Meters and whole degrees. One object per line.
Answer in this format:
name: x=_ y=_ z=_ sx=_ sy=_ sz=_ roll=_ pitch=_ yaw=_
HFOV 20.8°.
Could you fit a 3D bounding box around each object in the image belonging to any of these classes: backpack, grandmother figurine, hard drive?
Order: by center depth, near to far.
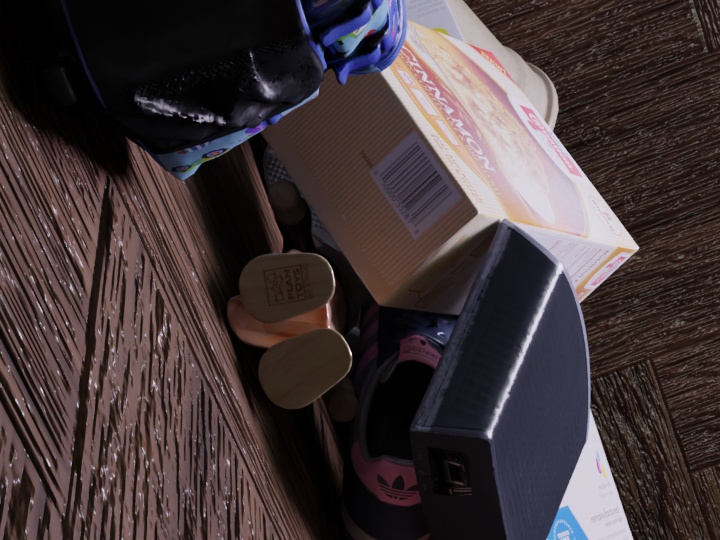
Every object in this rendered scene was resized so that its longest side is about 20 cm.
backpack: x=-0.062 y=-0.130 z=0.748 sx=0.200 sy=0.134 sz=0.183 roll=57 pitch=15 yaw=-79
hard drive: x=0.075 y=0.080 z=0.982 sx=0.200 sy=0.042 sz=0.135 roll=74 pitch=37 yaw=-56
grandmother figurine: x=-0.028 y=0.015 z=0.983 sx=0.200 sy=0.060 sz=0.122 roll=-30 pitch=116 yaw=-88

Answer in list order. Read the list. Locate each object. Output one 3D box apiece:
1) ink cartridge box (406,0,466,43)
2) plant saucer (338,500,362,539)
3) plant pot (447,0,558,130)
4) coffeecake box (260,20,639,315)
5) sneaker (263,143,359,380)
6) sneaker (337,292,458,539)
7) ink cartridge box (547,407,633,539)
ink cartridge box: x=0.032 y=-0.138 z=1.309 sx=0.198 sy=0.047 sz=0.200 roll=101 pitch=-34 yaw=-72
plant saucer: x=0.051 y=0.241 z=1.056 sx=0.200 sy=0.037 sz=0.200 roll=63 pitch=9 yaw=-57
plant pot: x=0.024 y=-0.157 z=1.531 sx=0.184 sy=0.200 sz=0.201 roll=52 pitch=14 yaw=-33
coffeecake box: x=0.042 y=-0.055 z=1.037 sx=0.154 sy=0.073 sz=0.200 roll=55 pitch=21 yaw=22
sneaker: x=0.000 y=0.000 z=1.231 sx=0.080 sy=0.070 sz=0.201 roll=7 pitch=63 yaw=-87
sneaker: x=0.032 y=0.047 z=1.031 sx=0.082 sy=0.070 sz=0.200 roll=103 pitch=-7 yaw=-55
ink cartridge box: x=0.082 y=0.086 z=1.152 sx=0.116 sy=0.067 sz=0.201 roll=-6 pitch=77 yaw=-60
